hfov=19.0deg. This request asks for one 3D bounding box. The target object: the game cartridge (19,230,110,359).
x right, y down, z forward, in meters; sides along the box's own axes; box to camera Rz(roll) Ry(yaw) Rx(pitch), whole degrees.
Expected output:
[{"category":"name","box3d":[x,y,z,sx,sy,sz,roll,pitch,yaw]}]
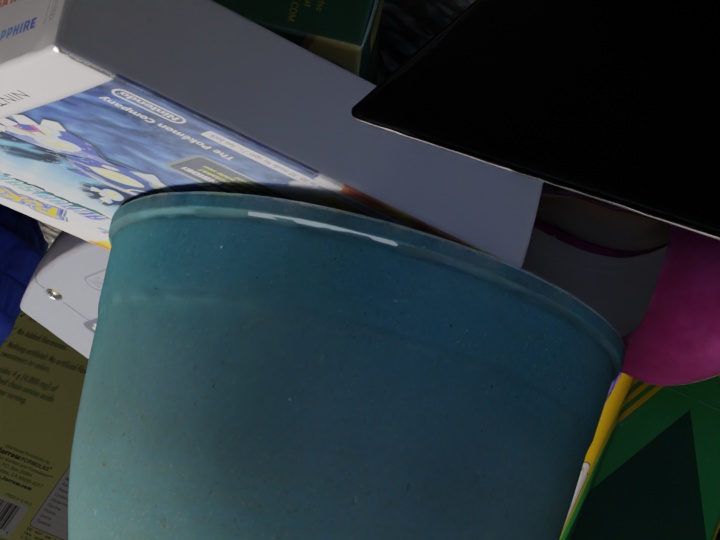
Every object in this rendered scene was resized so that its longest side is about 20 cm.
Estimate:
[{"category":"game cartridge","box3d":[-0.074,0.015,1.006,0.133,0.042,0.200,42,149,-21]}]

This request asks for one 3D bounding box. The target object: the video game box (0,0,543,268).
[{"category":"video game box","box3d":[-0.067,-0.044,0.784,0.200,0.047,0.182,24,163,-31]}]

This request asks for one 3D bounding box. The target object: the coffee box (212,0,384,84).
[{"category":"coffee box","box3d":[-0.091,-0.097,0.789,0.200,0.044,0.123,14,161,1]}]

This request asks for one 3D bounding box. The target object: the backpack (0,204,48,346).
[{"category":"backpack","box3d":[-0.238,-0.025,1.067,0.162,0.168,0.200,29,169,18]}]

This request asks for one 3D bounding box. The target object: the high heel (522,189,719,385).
[{"category":"high heel","box3d":[0.079,-0.007,0.832,0.096,0.067,0.200,25,178,-26]}]

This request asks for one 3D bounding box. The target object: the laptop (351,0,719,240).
[{"category":"laptop","box3d":[0.123,-0.020,0.640,0.187,0.116,0.200,20,162,22]}]

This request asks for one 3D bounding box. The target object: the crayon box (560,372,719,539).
[{"category":"crayon box","box3d":[0.112,0.107,0.930,0.058,0.173,0.200,22,163,3]}]

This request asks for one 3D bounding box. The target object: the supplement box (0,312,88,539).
[{"category":"supplement box","box3d":[-0.172,0.142,1.368,0.200,0.200,0.134,18,148,27]}]

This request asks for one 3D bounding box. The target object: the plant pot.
[{"category":"plant pot","box3d":[-0.020,0.096,0.790,0.200,0.188,0.200,14,165,4]}]
